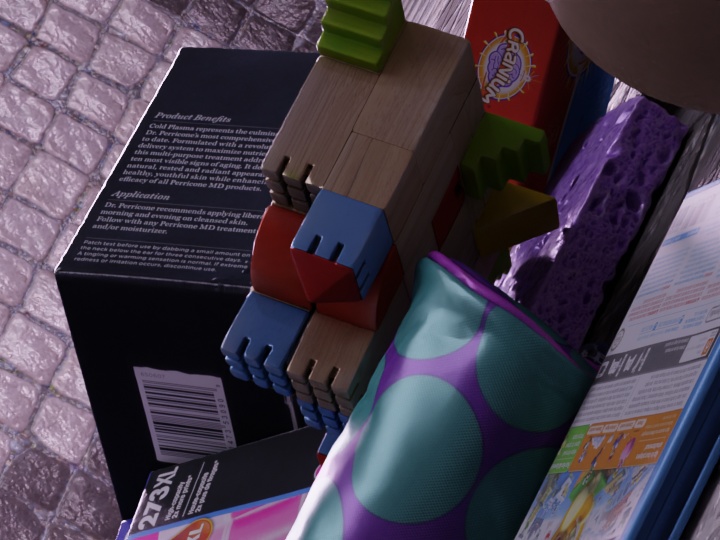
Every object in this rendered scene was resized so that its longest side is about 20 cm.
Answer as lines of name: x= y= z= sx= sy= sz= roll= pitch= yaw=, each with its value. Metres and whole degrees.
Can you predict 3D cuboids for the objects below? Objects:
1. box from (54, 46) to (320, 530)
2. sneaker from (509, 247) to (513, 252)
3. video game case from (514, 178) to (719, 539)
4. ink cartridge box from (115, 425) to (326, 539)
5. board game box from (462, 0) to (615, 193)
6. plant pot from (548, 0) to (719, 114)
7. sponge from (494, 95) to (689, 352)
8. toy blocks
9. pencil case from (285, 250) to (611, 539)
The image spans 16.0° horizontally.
box: x=-0.058 y=0.017 z=1.373 sx=0.197 sy=0.124 sz=0.200 roll=-64 pitch=-27 yaw=-45
sneaker: x=0.034 y=-0.009 z=1.230 sx=0.075 sy=0.090 sz=0.200 roll=-62 pitch=5 yaw=-7
video game case: x=0.085 y=0.057 z=0.797 sx=0.200 sy=0.018 sz=0.143 roll=-62 pitch=6 yaw=-9
ink cartridge box: x=-0.069 y=0.134 z=1.274 sx=0.200 sy=0.037 sz=0.095 roll=-21 pitch=36 yaw=37
board game box: x=0.090 y=-0.130 z=1.127 sx=0.153 sy=0.040 sz=0.200 roll=-45 pitch=-29 yaw=-60
plant pot: x=0.121 y=-0.142 z=0.739 sx=0.175 sy=0.200 sz=0.200 roll=95 pitch=-165 yaw=-50
sponge: x=0.068 y=0.027 z=1.056 sx=0.200 sy=0.030 sz=0.112 roll=-62 pitch=6 yaw=-14
toy blocks: x=0.000 y=0.000 z=0.967 sx=0.137 sy=0.100 sz=0.200 roll=-63 pitch=-20 yaw=-22
pencil case: x=0.013 y=0.098 z=0.908 sx=0.200 sy=0.085 sz=0.092 roll=-61 pitch=21 yaw=4
